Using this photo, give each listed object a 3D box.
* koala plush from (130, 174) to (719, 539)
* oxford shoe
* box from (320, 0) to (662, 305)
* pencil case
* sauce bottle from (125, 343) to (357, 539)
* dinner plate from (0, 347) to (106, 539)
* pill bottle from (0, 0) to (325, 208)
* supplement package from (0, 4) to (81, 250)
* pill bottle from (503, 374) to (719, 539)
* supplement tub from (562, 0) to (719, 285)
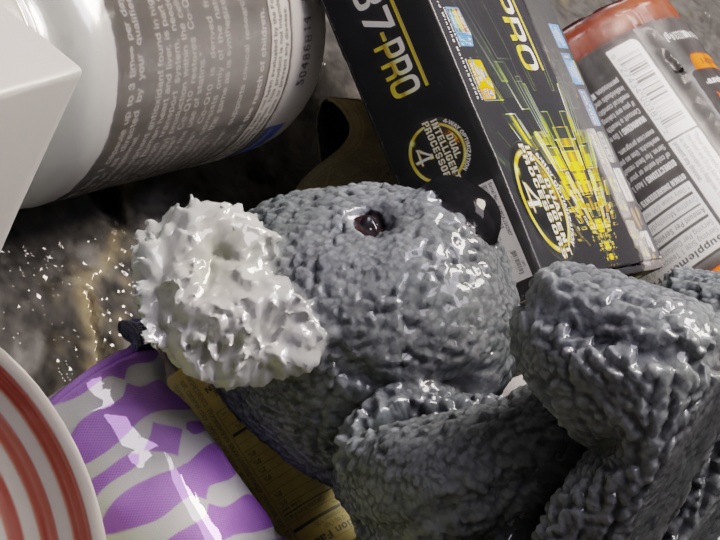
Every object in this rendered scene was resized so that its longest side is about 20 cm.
[{"bbox_3d":[0.022,0.043,1.004,0.200,0.184,0.177,35,13,19],"label":"koala plush"},{"bbox_3d":[0.000,0.000,1.211,0.075,0.071,0.200,19,35,-8],"label":"oxford shoe"},{"bbox_3d":[0.045,-0.079,1.206,0.200,0.049,0.161,67,19,7],"label":"box"},{"bbox_3d":[-0.051,0.120,1.010,0.200,0.084,0.085,55,10,10],"label":"pencil case"},{"bbox_3d":[-0.015,0.103,1.078,0.065,0.065,0.200,-14,68,-53],"label":"sauce bottle"},{"bbox_3d":[-0.166,0.102,0.868,0.200,0.024,0.201,-1,92,-34],"label":"dinner plate"},{"bbox_3d":[-0.112,-0.085,1.118,0.114,0.114,0.200,55,34,12],"label":"pill bottle"},{"bbox_3d":[-0.207,-0.032,0.930,0.121,0.120,0.200,38,31,18],"label":"supplement package"},{"bbox_3d":[0.100,0.097,1.167,0.200,0.111,0.112,9,49,-43],"label":"pill bottle"},{"bbox_3d":[0.151,-0.020,1.351,0.107,0.107,0.200,-15,67,-53],"label":"supplement tub"}]
